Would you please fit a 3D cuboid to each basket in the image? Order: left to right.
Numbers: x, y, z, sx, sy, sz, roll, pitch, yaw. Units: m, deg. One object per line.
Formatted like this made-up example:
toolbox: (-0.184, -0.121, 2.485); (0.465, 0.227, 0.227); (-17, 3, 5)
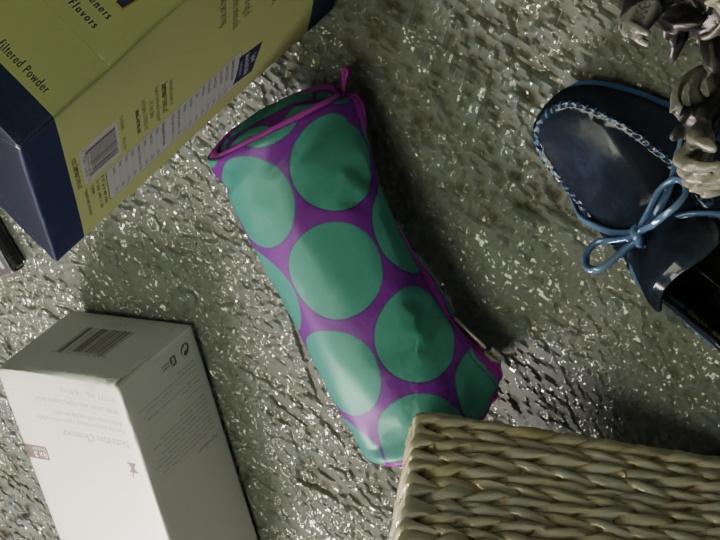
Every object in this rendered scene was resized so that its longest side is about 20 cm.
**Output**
basket: (0.096, 0.200, 0.890); (0.199, 0.161, 0.199); (8, 129, -1)

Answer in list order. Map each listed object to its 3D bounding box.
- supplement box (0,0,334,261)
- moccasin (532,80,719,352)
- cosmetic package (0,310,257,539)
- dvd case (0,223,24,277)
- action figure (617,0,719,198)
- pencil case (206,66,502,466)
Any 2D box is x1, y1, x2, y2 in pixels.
supplement box: (-0.120, -0.138, 0.808); (0.134, 0.200, 0.200); (44, 167, 5)
moccasin: (0.158, -0.013, 0.807); (0.200, 0.068, 0.081); (38, 136, 13)
cosmetic package: (-0.148, 0.134, 1.156); (0.113, 0.081, 0.200); (3, 119, 36)
dvd case: (-0.332, -0.045, 1.234); (0.200, 0.016, 0.149); (-15, 108, 45)
action figure: (0.170, -0.095, 0.719); (0.200, 0.102, 0.119); (24, 143, 23)
pencil case: (0.000, 0.000, 0.937); (0.092, 0.085, 0.200); (-27, 101, 8)
